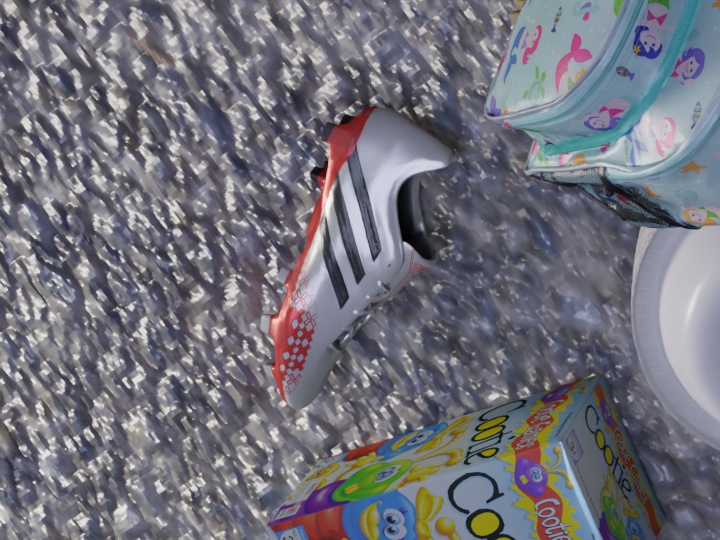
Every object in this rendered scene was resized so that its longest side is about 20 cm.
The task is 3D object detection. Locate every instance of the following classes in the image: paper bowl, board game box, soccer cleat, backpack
[{"bbox_3d":[0.248,0.020,1.461,0.200,0.104,0.201,4,117,8],"label":"paper bowl"},{"bbox_3d":[0.064,0.152,1.595,0.200,0.103,0.105,-19,102,25],"label":"board game box"},{"bbox_3d":[0.000,0.000,1.584,0.085,0.069,0.200,22,111,15],"label":"soccer cleat"},{"bbox_3d":[0.168,-0.115,1.356,0.150,0.200,0.178,24,84,-27],"label":"backpack"}]

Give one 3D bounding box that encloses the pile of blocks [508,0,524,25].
[{"bbox_3d":[0.137,-0.136,1.497,0.062,0.082,0.200,-36,109,-16],"label":"pile of blocks"}]
